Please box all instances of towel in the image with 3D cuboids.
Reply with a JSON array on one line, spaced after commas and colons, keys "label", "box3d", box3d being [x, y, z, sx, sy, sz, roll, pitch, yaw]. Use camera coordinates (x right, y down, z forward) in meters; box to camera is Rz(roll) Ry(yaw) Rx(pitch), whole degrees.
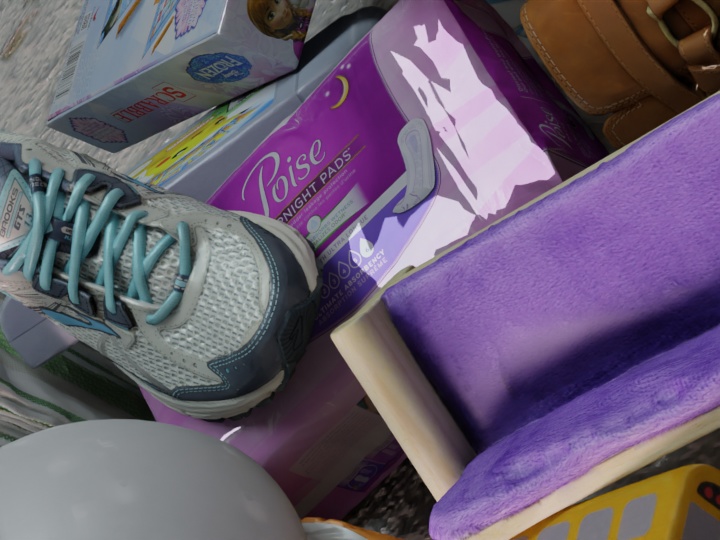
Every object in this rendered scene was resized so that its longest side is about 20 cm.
[{"label": "towel", "box3d": [-0.125, 0.052, 1.202, 0.031, 0.149, 0.200, -55, 24, 9]}]

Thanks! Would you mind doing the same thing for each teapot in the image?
[{"label": "teapot", "box3d": [-0.111, 0.137, 0.922, 0.201, 0.145, 0.198, -60, 35, 27]}]

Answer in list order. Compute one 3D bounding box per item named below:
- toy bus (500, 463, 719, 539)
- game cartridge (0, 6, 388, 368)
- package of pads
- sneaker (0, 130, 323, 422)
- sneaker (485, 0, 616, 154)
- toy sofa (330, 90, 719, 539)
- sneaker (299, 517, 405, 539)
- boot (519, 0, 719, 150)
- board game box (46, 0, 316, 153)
[{"label": "toy bus", "box3d": [0.050, 0.129, 0.894, 0.200, 0.065, 0.079, -26, 39, 47]}, {"label": "game cartridge", "box3d": [-0.064, -0.038, 1.156, 0.200, 0.041, 0.133, -36, 14, 7]}, {"label": "package of pads", "box3d": [0.000, 0.000, 1.022, 0.200, 0.075, 0.121, -45, 53, 19]}, {"label": "sneaker", "box3d": [-0.098, -0.003, 0.998, 0.199, 0.086, 0.078, 19, 87, 45]}, {"label": "sneaker", "box3d": [0.091, -0.072, 1.067, 0.200, 0.076, 0.081, -23, 50, 58]}, {"label": "toy sofa", "box3d": [0.091, 0.005, 0.876, 0.199, 0.083, 0.098, -30, 7, 26]}, {"label": "sneaker", "box3d": [-0.037, 0.163, 1.021, 0.200, 0.075, 0.092, -38, 41, 43]}, {"label": "boot", "box3d": [0.116, -0.125, 0.928, 0.155, 0.200, 0.077, -23, 28, 37]}, {"label": "board game box", "box3d": [-0.062, -0.167, 1.237, 0.199, 0.041, 0.201, -16, 56, 62]}]
